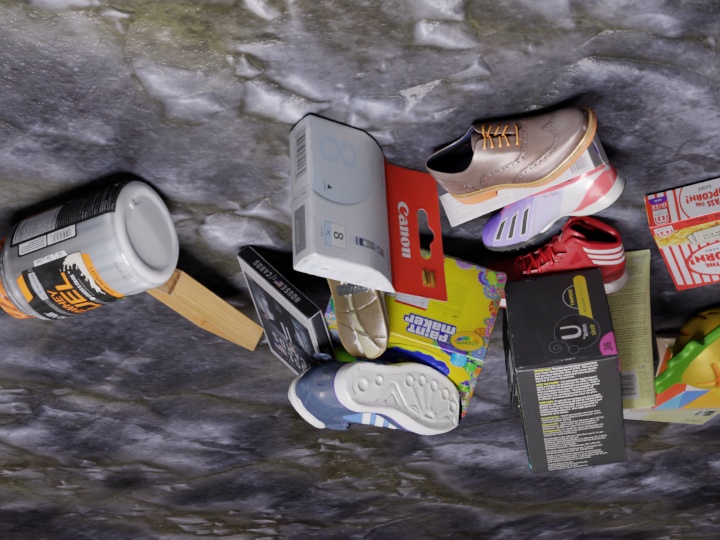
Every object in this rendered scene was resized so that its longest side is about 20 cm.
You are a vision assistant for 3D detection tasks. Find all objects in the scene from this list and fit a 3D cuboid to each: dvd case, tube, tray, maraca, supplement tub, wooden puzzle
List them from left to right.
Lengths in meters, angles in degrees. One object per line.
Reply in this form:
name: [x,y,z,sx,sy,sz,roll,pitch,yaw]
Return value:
supplement tub: [-0.314,-0.017,1.482,0.198,0.124,0.122,-17,151,26]
tray: [-0.211,0.037,1.657,0.098,0.037,0.200,21,168,32]
dvd case: [-0.082,0.077,1.650,0.025,0.150,0.201,-36,142,-19]
tube: [0.348,0.077,1.709,0.057,0.203,0.052,-7,-179,-38]
wooden puzzle: [0.521,0.162,2.026,0.182,0.038,0.201,-2,139,-6]
maraca: [0.489,0.115,1.860,0.198,0.107,0.138,-18,146,-34]

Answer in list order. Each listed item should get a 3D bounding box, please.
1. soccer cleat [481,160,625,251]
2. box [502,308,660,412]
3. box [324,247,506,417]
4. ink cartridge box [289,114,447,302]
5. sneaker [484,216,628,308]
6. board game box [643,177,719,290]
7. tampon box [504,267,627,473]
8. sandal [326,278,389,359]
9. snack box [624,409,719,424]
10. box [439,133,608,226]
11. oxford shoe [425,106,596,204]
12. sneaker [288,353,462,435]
soccer cleat: [0.206,-0.083,1.512,0.199,0.069,0.073,-24,124,42]
box: [0.300,0.107,1.824,0.197,0.126,0.149,-6,153,2]
box: [0.063,0.069,1.651,0.197,0.123,0.193,16,154,5]
ink cartridge box: [0.018,-0.062,1.399,0.198,0.162,0.047,13,151,-31]
sneaker: [0.231,-0.022,1.643,0.197,0.079,0.116,-9,138,5]
board game box: [0.443,-0.048,1.623,0.149,0.047,0.200,-14,152,19]
tampon box: [0.253,0.125,1.627,0.124,0.151,0.202,-8,134,6]
sandal: [0.000,0.000,1.525,0.079,0.203,0.054,-5,-170,22]
snack box: [0.508,0.210,2.164,0.197,0.038,0.116,7,151,-21]
box: [0.178,-0.101,1.457,0.199,0.042,0.039,-23,-178,38]
oxford shoe: [0.157,-0.127,1.396,0.199,0.072,0.073,-25,143,36]
sneaker: [0.009,0.155,1.598,0.198,0.082,0.146,16,161,-37]
